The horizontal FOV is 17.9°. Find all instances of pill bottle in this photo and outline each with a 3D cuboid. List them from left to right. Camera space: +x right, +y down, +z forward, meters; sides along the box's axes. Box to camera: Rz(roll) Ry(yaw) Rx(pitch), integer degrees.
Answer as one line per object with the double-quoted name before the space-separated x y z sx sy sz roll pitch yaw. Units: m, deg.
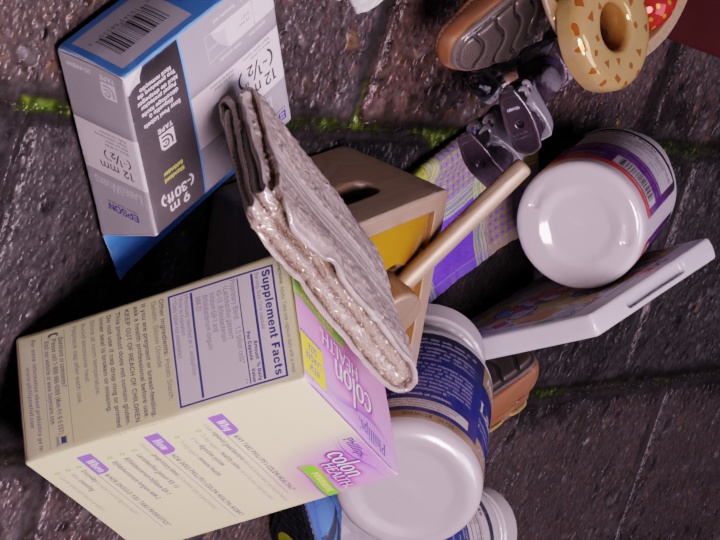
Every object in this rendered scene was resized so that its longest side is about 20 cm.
"pill bottle" 0.046 0.116 1.803 0.200 0.116 0.116 -77 173 -59
"pill bottle" 0.051 0.235 1.967 0.200 0.111 0.111 -3 113 -56
"pill bottle" 0.212 -0.062 1.977 0.200 0.111 0.112 -38 144 -66

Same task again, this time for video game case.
"video game case" 0.176 0.029 1.949 0.182 0.200 0.023 -29 100 -44

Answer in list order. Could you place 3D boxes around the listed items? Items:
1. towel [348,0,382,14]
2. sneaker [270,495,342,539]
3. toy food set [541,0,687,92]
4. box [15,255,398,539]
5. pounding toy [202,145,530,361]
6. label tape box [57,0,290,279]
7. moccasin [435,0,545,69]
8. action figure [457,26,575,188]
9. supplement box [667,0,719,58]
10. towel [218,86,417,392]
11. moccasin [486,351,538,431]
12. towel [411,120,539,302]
"towel" 0.022 -0.301 1.601 0.171 0.048 0.200 -50 146 -25
"sneaker" -0.031 0.181 1.840 0.078 0.066 0.200 -36 138 -29
"toy food set" 0.201 -0.249 1.731 0.200 0.049 0.198 -36 123 -33
"box" -0.101 0.092 1.532 0.176 0.200 0.097 50 26 -56
"pounding toy" 0.000 0.000 1.688 0.200 0.142 0.184 -22 130 -49
"label tape box" -0.115 -0.099 1.517 0.143 0.066 0.200 -44 142 -32
"moccasin" 0.111 -0.229 1.758 0.201 0.078 0.074 -54 161 -29
"action figure" 0.137 -0.148 1.797 0.069 0.130 0.200 51 33 -15
"supplement box" 0.329 -0.279 1.942 0.133 0.200 0.198 2 110 -57
"towel" -0.025 -0.022 1.492 0.034 0.133 0.200 -28 132 12
"moccasin" 0.068 0.131 1.953 0.201 0.074 0.078 -34 139 -35
"towel" 0.090 -0.054 1.908 0.200 0.023 0.144 -33 137 -43
